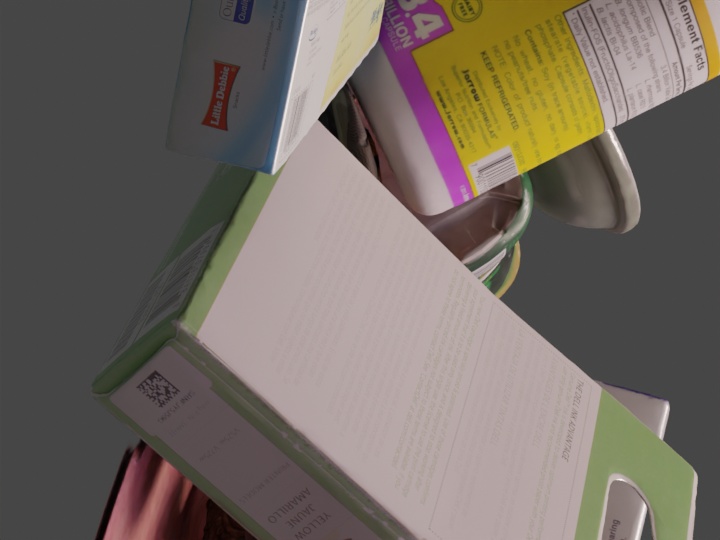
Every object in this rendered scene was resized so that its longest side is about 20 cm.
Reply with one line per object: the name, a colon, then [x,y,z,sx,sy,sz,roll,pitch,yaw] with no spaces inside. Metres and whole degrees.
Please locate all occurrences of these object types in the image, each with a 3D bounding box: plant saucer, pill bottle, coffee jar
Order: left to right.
coffee jar: [0.035,-0.030,1.043,0.085,0.105,0.200,-34,171,-4]
plant saucer: [0.071,-0.093,1.083,0.050,0.201,0.200,-35,170,-4]
pill bottle: [0.089,-0.109,0.821,0.105,0.199,0.104,63,1,-2]

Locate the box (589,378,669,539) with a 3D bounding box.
box: [0.040,0.141,1.062,0.105,0.199,0.185,95,11,-70]

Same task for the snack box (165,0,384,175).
snack box: [-0.013,-0.114,0.660,0.200,0.037,0.117,-62,165,-70]

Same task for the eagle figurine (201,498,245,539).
eagle figurine: [0.005,0.156,0.892,0.152,0.200,0.151,-51,-149,13]

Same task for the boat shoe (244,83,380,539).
boat shoe: [-0.023,0.015,0.762,0.075,0.073,0.201,76,7,-63]

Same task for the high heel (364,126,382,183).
high heel: [0.000,0.000,0.921,0.200,0.071,0.143,-21,132,-73]

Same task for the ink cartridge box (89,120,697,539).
ink cartridge box: [0.021,0.053,0.656,0.048,0.200,0.146,-39,-165,29]
